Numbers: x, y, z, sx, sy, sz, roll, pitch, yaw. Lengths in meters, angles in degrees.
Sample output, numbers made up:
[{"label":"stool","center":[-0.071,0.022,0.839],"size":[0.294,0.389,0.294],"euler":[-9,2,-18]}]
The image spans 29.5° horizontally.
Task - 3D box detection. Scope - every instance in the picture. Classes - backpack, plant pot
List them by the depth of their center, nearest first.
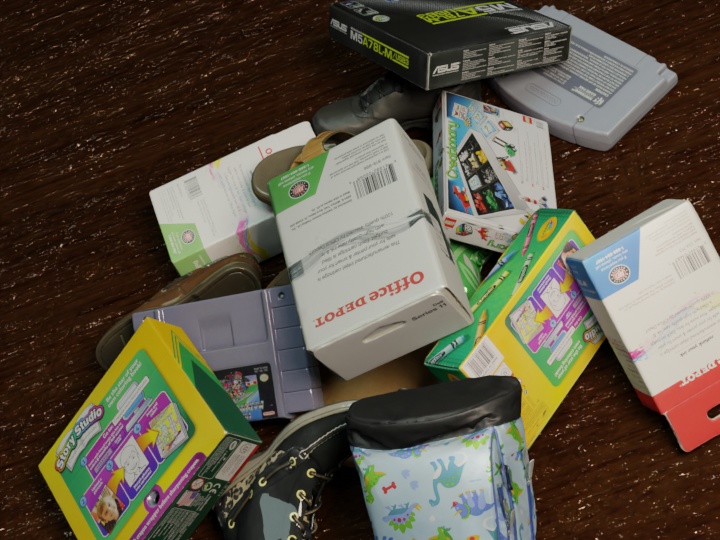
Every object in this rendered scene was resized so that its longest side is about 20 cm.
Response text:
[{"label":"backpack","center":[0.076,0.210,1.178],"size":[0.162,0.202,0.154],"euler":[-8,16,15]},{"label":"plant pot","center":[0.023,0.113,1.363],"size":[0.198,0.028,0.201],"euler":[-10,52,13]}]

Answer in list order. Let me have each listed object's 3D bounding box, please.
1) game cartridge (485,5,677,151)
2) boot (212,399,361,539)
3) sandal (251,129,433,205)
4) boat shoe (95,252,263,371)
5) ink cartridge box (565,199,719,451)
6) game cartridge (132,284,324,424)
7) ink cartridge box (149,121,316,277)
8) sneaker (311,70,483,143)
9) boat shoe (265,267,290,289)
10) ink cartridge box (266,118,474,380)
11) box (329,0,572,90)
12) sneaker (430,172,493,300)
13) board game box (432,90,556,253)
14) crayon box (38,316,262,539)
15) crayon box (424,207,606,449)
[{"label":"game cartridge","center":[0.235,-0.214,1.525],"size":[0.133,0.042,0.200],"euler":[-45,53,-10]},{"label":"boot","center":[-0.048,0.225,1.254],"size":[0.203,0.073,0.155],"euler":[-35,50,23]},{"label":"sandal","center":[-0.020,-0.117,1.448],"size":[0.198,0.054,0.081],"euler":[-7,51,4]},{"label":"boat shoe","center":[-0.191,0.047,1.467],"size":[0.199,0.072,0.068],"euler":[-26,23,7]},{"label":"ink cartridge box","center":[0.288,0.049,1.253],"size":[0.116,0.067,0.201],"euler":[-29,96,-4]},{"label":"game cartridge","center":[-0.136,0.091,1.370],"size":[0.198,0.038,0.131],"euler":[-11,82,26]},{"label":"ink cartridge box","center":[-0.123,-0.072,1.522],"size":[0.199,0.068,0.118],"euler":[-25,51,0]},{"label":"sneaker","center":[0.041,-0.193,1.521],"size":[0.198,0.091,0.076],"euler":[-15,52,-8]},{"label":"boat shoe","center":[-0.100,0.064,1.412],"size":[0.200,0.072,0.072],"euler":[-43,74,17]},{"label":"ink cartridge box","center":[0.007,-0.018,1.283],"size":[0.146,0.083,0.201],"euler":[-24,56,15]},{"label":"box","center":[0.096,-0.262,1.502],"size":[0.199,0.048,0.193],"euler":[-15,30,-30]},{"label":"sneaker","center":[0.109,-0.036,1.412],"size":[0.083,0.074,0.201],"euler":[-16,51,12]},{"label":"board game box","center":[0.138,-0.099,1.413],"size":[0.125,0.035,0.201],"euler":[15,43,-11]},{"label":"crayon box","center":[-0.208,0.178,1.325],"size":[0.200,0.058,0.173],"euler":[-52,50,13]},{"label":"crayon box","center":[0.163,0.054,1.292],"size":[0.200,0.119,0.058],"euler":[-51,29,-20]}]
